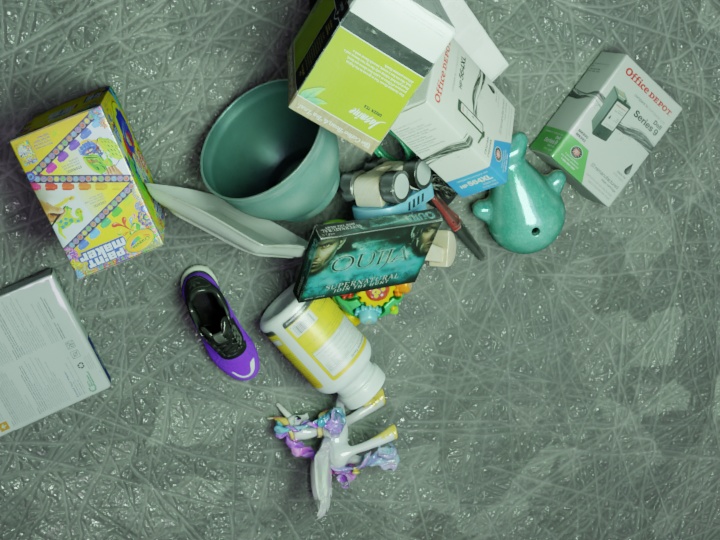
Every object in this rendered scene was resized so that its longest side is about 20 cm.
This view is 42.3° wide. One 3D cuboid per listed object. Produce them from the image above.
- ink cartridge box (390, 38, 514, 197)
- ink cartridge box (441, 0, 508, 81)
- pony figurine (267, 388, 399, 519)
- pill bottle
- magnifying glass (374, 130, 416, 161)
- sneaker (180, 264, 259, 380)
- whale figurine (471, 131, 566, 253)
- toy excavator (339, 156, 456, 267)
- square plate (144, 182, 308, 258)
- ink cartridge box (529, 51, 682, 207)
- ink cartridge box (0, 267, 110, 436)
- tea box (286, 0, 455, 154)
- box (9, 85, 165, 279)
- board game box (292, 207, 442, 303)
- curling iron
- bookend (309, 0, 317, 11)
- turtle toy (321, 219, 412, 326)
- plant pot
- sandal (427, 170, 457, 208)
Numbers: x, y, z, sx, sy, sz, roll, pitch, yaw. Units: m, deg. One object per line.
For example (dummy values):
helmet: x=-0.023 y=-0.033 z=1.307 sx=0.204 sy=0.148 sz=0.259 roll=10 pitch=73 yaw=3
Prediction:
ink cartridge box: x=0.129 y=-0.224 z=1.326 sx=0.200 sy=0.084 sz=0.147 roll=38 pitch=52 yaw=-38
ink cartridge box: x=0.123 y=-0.353 z=1.408 sx=0.109 sy=0.050 sz=0.200 roll=-41 pitch=112 yaw=-1
pony figurine: x=-0.039 y=0.293 z=1.508 sx=0.198 sy=0.167 sz=0.195 roll=-11 pitch=77 yaw=-10
pill bottle: x=-0.054 y=0.118 z=1.446 sx=0.112 sy=0.112 sz=0.200 roll=-42 pitch=105 yaw=-2
magnifying glass: x=0.010 y=-0.231 z=1.403 sx=0.022 sy=0.079 sz=0.200 roll=-45 pitch=103 yaw=-25
sneaker: x=-0.213 y=0.095 z=1.408 sx=0.069 sy=0.100 sz=0.201 roll=-29 pitch=111 yaw=-4
whale figurine: x=0.253 y=-0.115 z=1.469 sx=0.158 sy=0.104 sz=0.201 roll=-19 pitch=122 yaw=4
toy excavator: x=0.070 y=-0.076 z=1.417 sx=0.194 sy=0.099 sz=0.202 roll=-33 pitch=120 yaw=-47
square plate: x=-0.172 y=-0.063 z=1.281 sx=0.199 sy=0.198 sz=0.029 roll=27 pitch=99 yaw=19
ink cartridge box: x=0.396 y=-0.230 z=1.506 sx=0.145 sy=0.084 sz=0.201 roll=35 pitch=94 yaw=-22
ink cartridge box: x=-0.499 y=0.125 z=1.364 sx=0.198 sy=0.043 sz=0.198 roll=-24 pitch=112 yaw=-7
tea box: x=0.005 y=-0.299 z=1.219 sx=0.133 sy=0.201 sz=0.197 roll=27 pitch=118 yaw=-21
box: x=-0.354 y=-0.124 z=1.244 sx=0.121 sy=0.200 sz=0.194 roll=-22 pitch=111 yaw=-3
board game box: x=0.010 y=-0.021 z=1.325 sx=0.198 sy=0.028 sz=0.136 roll=-10 pitch=143 yaw=-28
curling iron: x=0.157 y=-0.079 z=1.483 sx=0.200 sy=0.049 sz=0.026 roll=56 pitch=45 yaw=-40
bookend: x=-0.070 y=-0.438 z=1.302 sx=0.198 sy=0.092 sz=0.201 roll=-9 pitch=108 yaw=-13
turtle toy: x=0.000 y=0.000 z=1.445 sx=0.146 sy=0.101 sz=0.200 roll=-42 pitch=113 yaw=-2
plant pot: x=-0.109 y=-0.153 z=1.335 sx=0.200 sy=0.200 sz=0.134 roll=-45 pitch=139 yaw=0
sandal: x=0.154 y=-0.192 z=1.467 sx=0.076 sy=0.043 sz=0.202 roll=23 pitch=98 yaw=-21
